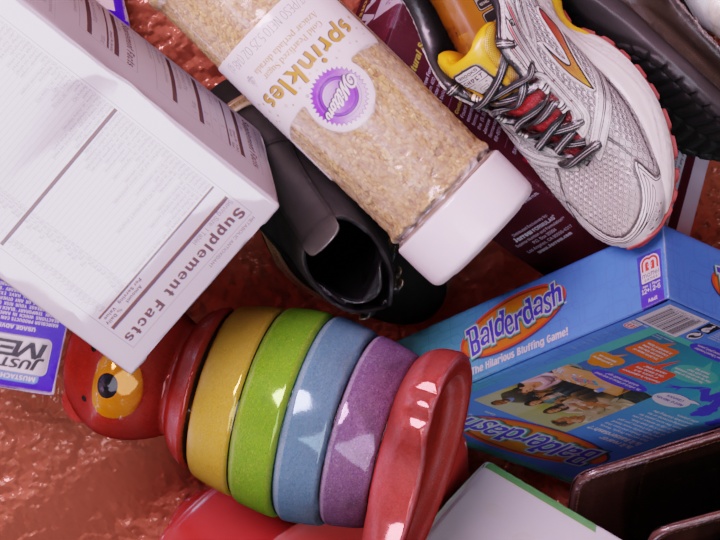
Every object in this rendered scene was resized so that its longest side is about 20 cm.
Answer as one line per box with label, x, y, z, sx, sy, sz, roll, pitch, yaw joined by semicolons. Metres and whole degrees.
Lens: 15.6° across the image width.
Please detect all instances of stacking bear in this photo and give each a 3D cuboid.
stacking bear;-0.054;0.066;1.313;0.199;0.114;0.122;16;109;11

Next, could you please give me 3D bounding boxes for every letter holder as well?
letter holder;0.194;0.181;1.448;0.142;0.101;0.200;-15;145;-1

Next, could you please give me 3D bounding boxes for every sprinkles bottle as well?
sprinkles bottle;-0.010;-0.084;1.254;0.200;0.068;0.068;44;101;-1

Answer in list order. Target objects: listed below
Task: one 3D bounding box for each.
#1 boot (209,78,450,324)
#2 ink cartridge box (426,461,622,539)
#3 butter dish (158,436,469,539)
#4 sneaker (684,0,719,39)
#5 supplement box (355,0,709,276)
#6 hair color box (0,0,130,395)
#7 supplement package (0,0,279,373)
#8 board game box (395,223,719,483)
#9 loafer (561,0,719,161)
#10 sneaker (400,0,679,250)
boot;0.000;0.000;1.349;0.077;0.138;0.200;-45;133;8
ink cartridge box;0.114;0.213;1.414;0.083;0.146;0.200;-48;148;-21
butter dish;-0.048;0.171;1.437;0.199;0.148;0.200;-30;137;-29
sneaker;0.235;-0.130;1.377;0.199;0.093;0.070;29;105;-18
supplement box;0.084;-0.075;1.365;0.200;0.109;0.061;34;143;-19
hair color box;-0.167;-0.051;1.342;0.065;0.109;0.201;11;111;-12
supplement package;-0.150;-0.066;1.219;0.200;0.110;0.114;39;102;-19
board game box;0.133;0.048;1.380;0.152;0.045;0.200;22;145;-40
loafer;0.141;-0.135;1.338;0.200;0.073;0.071;41;67;-13
sneaker;0.076;-0.091;1.272;0.078;0.082;0.200;-38;89;40
